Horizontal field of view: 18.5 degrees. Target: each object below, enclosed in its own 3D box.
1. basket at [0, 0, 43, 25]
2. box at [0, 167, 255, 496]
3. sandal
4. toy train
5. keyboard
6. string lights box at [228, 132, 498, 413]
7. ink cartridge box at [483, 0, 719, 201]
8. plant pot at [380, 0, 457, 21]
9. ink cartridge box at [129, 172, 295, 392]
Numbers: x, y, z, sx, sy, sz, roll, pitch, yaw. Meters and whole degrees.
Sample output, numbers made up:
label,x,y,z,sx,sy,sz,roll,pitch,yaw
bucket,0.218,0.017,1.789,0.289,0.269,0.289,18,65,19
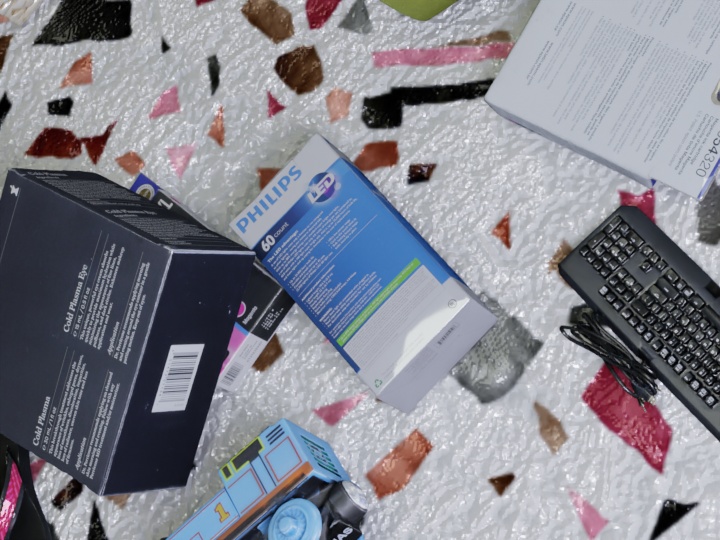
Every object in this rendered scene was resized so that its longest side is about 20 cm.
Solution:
label,x,y,z,sx,sy,sz,roll,pitch,yaw
basket,-0.319,-0.356,1.896,0.200,0.161,0.198,-47,59,7
box,-0.202,0.044,1.701,0.182,0.104,0.201,26,104,33
sandal,-0.295,0.179,1.773,0.075,0.045,0.201,-21,65,20
toy train,-0.083,0.208,1.636,0.200,0.087,0.114,-42,51,12
keyboard,0.213,0.044,1.559,0.104,0.040,0.200,-46,58,6
string lights box,0.000,0.000,1.672,0.103,0.059,0.200,-45,59,7
ink cartridge box,0.220,-0.167,1.624,0.200,0.043,0.197,29,87,29
plant pot,0.073,-0.297,1.681,0.187,0.187,0.200,48,113,31
ink cartridge box,-0.146,0.004,1.762,0.200,0.037,0.095,37,93,34
